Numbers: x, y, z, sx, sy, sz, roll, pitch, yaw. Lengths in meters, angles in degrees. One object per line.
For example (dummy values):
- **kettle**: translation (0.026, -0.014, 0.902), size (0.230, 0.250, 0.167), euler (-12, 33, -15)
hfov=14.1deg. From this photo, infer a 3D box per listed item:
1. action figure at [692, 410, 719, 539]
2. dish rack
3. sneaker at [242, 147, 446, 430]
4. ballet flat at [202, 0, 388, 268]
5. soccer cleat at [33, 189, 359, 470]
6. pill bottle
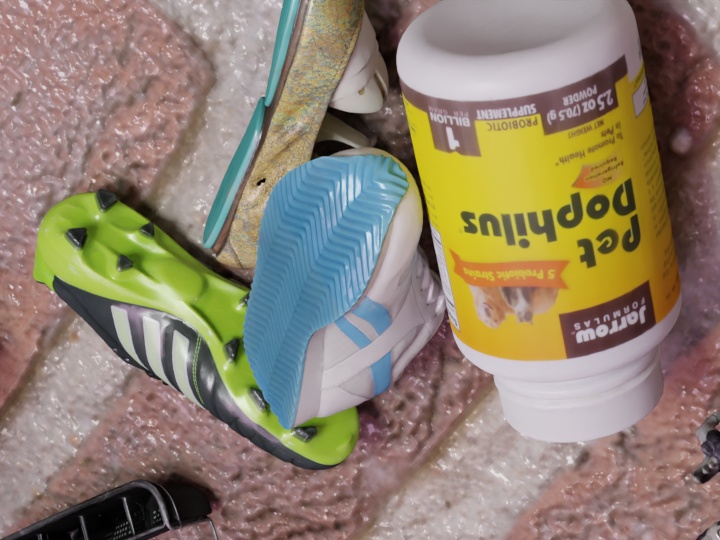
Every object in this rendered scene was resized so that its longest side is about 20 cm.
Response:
- **action figure**: translation (0.198, 0.114, 1.364), size (0.119, 0.102, 0.200), euler (45, 106, 7)
- **dish rack**: translation (-0.118, 0.224, 1.606), size (0.153, 0.055, 0.200), euler (-26, 78, 41)
- **sneaker**: translation (0.000, 0.000, 1.389), size (0.077, 0.081, 0.200), euler (62, 155, 21)
- **ballet flat**: translation (-0.022, -0.077, 1.393), size (0.071, 0.071, 0.200), euler (29, 130, 11)
- **soccer cleat**: translation (-0.085, 0.036, 1.507), size (0.200, 0.068, 0.081), euler (39, 149, 3)
- **pill bottle**: translation (0.086, -0.026, 1.327), size (0.109, 0.109, 0.200), euler (3, 122, 29)
